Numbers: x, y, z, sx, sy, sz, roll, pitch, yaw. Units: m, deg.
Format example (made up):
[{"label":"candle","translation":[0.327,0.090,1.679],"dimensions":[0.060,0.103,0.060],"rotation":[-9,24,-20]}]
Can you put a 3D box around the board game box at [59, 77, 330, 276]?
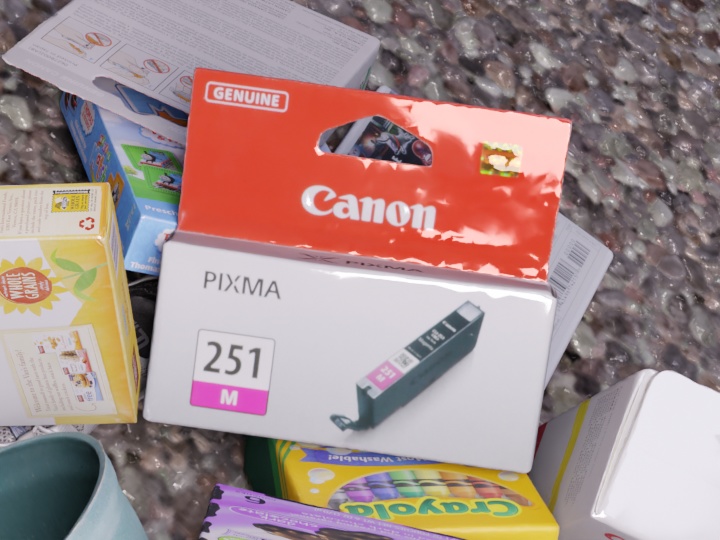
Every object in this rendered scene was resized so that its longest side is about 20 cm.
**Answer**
[{"label":"board game box","translation":[-0.076,-0.047,1.356],"dimensions":[0.150,0.037,0.200],"rotation":[12,23,-23]}]

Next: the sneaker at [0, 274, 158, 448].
[{"label":"sneaker","translation":[-0.157,0.052,1.249],"dimensions":[0.075,0.082,0.200],"rotation":[43,45,5]}]

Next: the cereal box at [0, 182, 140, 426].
[{"label":"cereal box","translation":[-0.208,0.020,1.148],"dimensions":[0.198,0.144,0.040],"rotation":[-1,52,1]}]

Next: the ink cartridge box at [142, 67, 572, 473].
[{"label":"ink cartridge box","translation":[0.000,0.000,1.224],"dimensions":[0.198,0.175,0.044],"rotation":[8,11,1]}]

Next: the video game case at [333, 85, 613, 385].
[{"label":"video game case","translation":[0.045,0.001,1.463],"dimensions":[0.181,0.023,0.200],"rotation":[36,45,-3]}]

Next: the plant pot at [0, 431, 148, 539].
[{"label":"plant pot","translation":[-0.162,0.186,1.083],"dimensions":[0.135,0.199,0.201],"rotation":[58,41,-19]}]

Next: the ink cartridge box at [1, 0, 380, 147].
[{"label":"ink cartridge box","translation":[-0.095,-0.108,1.390],"dimensions":[0.160,0.050,0.200],"rotation":[25,34,8]}]

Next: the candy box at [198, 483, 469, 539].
[{"label":"candy box","translation":[0.006,0.159,1.045],"dimensions":[0.166,0.072,0.200],"rotation":[13,5,-2]}]

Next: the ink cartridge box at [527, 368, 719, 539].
[{"label":"ink cartridge box","translation":[0.162,0.130,1.255],"dimensions":[0.144,0.200,0.084],"rotation":[24,73,-6]}]

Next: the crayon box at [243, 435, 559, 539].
[{"label":"crayon box","translation":[0.021,0.121,1.241],"dimensions":[0.125,0.052,0.200],"rotation":[0,23,-14]}]
